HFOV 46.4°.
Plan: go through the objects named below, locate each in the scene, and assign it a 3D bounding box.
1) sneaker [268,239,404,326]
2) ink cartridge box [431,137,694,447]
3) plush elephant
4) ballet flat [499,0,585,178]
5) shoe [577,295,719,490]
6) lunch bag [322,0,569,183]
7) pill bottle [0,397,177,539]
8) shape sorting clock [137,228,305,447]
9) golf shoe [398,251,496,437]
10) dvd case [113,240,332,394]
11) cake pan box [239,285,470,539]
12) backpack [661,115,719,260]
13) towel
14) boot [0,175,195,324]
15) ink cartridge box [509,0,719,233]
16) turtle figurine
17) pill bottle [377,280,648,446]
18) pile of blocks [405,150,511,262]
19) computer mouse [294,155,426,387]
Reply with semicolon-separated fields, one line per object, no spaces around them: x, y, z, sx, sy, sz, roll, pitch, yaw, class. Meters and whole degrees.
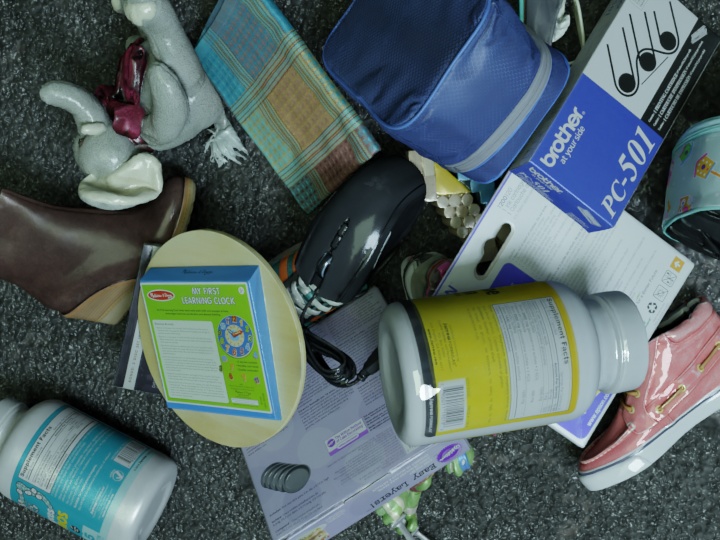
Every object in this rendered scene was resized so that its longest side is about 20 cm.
-0.040;0.007;0.796;0.199;0.080;0.072;-41;107;1;sneaker
0.170;0.020;0.750;0.199;0.043;0.200;34;87;-12;ink cartridge box
-0.215;-0.149;0.776;0.154;0.165;0.201;-32;125;-7;plush elephant
0.166;-0.178;0.755;0.072;0.073;0.204;6;99;9;ballet flat
0.269;0.115;0.791;0.199;0.071;0.091;-39;91;9;shoe
0.070;-0.175;0.717;0.131;0.201;0.136;26;110;-39;lunch bag
-0.303;0.209;0.887;0.198;0.111;0.112;26;104;5;pill bottle
-0.129;0.062;0.762;0.198;0.039;0.203;12;113;31;shape sorting clock
0.098;0.069;0.817;0.072;0.092;0.202;-30;113;-19;golf shoe
-0.134;0.064;0.844;0.197;0.016;0.151;12;103;-15;dvd case
-0.018;0.133;0.781;0.199;0.052;0.185;-33;51;1;cake pan box
0.353;-0.072;0.688;0.196;0.176;0.156;3;84;9;backpack
-0.077;-0.160;0.781;0.201;0.022;0.146;53;146;-2;towel
-0.272;-0.040;0.824;0.165;0.073;0.201;28;114;-29;boot
0.218;-0.142;0.715;0.093;0.044;0.202;34;79;-10;ink cartridge box
0.016;0.234;0.819;0.191;0.144;0.204;-4;97;16;turtle figurine
0.119;0.069;0.666;0.197;0.112;0.114;-7;100;-10;pill bottle
0.118;-0.047;0.795;0.082;0.062;0.200;-43;99;2;pile of blocks
0.000;0.000;0.723;0.140;0.046;0.200;43;93;21;computer mouse
